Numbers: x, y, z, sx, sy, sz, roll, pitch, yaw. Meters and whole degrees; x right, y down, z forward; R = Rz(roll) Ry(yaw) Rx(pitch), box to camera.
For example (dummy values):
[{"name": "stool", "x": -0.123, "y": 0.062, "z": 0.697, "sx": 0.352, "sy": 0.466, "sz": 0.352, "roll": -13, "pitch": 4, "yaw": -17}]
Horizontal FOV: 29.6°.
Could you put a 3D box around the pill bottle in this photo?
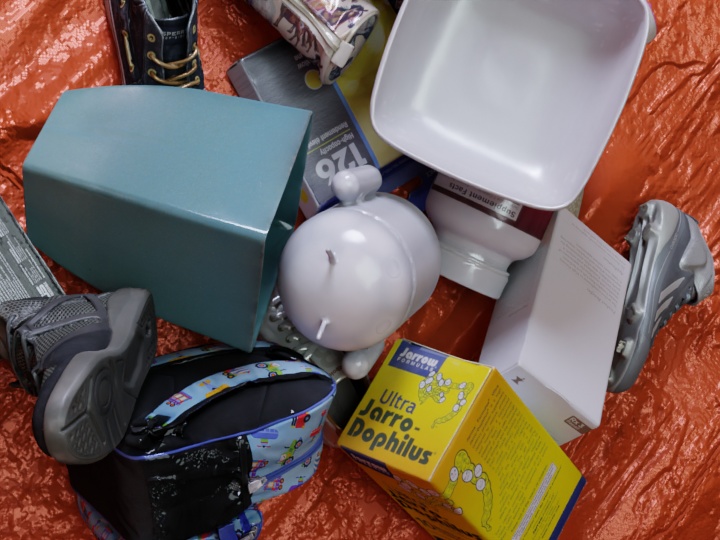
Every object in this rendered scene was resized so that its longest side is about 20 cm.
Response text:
[{"name": "pill bottle", "x": 0.127, "y": -0.083, "z": 1.230, "sx": 0.112, "sy": 0.113, "sz": 0.202, "roll": 22, "pitch": 94, "yaw": -21}]

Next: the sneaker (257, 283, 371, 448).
[{"name": "sneaker", "x": -0.038, "y": 0.060, "z": 1.171, "sx": 0.072, "sy": 0.085, "sz": 0.201, "roll": -34, "pitch": 98, "yaw": -21}]

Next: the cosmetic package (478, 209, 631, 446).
[{"name": "cosmetic package", "x": 0.175, "y": 0.049, "z": 1.236, "sx": 0.101, "sy": 0.074, "sz": 0.201, "roll": 37, "pitch": 48, "yaw": -16}]

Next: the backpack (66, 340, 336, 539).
[{"name": "backpack", "x": -0.119, "y": 0.135, "z": 1.077, "sx": 0.198, "sy": 0.182, "sz": 0.136, "roll": -15, "pitch": 111, "yaw": -31}]

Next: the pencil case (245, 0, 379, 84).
[{"name": "pencil case", "x": -0.069, "y": -0.249, "z": 1.157, "sx": 0.200, "sy": 0.078, "sz": 0.089, "roll": 45, "pitch": 28, "yaw": 6}]

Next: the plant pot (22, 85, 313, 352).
[{"name": "plant pot", "x": -0.156, "y": -0.055, "z": 1.071, "sx": 0.197, "sy": 0.142, "sz": 0.142, "roll": 15, "pitch": 50, "yaw": 2}]

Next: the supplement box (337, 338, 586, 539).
[{"name": "supplement box", "x": 0.090, "y": 0.165, "z": 1.165, "sx": 0.110, "sy": 0.108, "sz": 0.200, "roll": -58, "pitch": 134, "yaw": -18}]

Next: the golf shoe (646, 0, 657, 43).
[{"name": "golf shoe", "x": 0.167, "y": -0.227, "z": 1.240, "sx": 0.092, "sy": 0.199, "sz": 0.076, "roll": -51, "pitch": 139, "yaw": -20}]

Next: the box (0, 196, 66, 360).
[{"name": "box", "x": -0.344, "y": -0.006, "z": 1.034, "sx": 0.163, "sy": 0.086, "sz": 0.201, "roll": -37, "pitch": 101, "yaw": -24}]

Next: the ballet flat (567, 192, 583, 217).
[{"name": "ballet flat", "x": 0.185, "y": -0.136, "z": 1.303, "sx": 0.067, "sy": 0.062, "sz": 0.203, "roll": -9, "pitch": 89, "yaw": -28}]

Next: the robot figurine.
[{"name": "robot figurine", "x": 0.000, "y": 0.000, "z": 1.125, "sx": 0.111, "sy": 0.200, "sz": 0.172, "roll": -3, "pitch": 100, "yaw": 18}]

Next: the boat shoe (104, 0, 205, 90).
[{"name": "boat shoe", "x": -0.161, "y": -0.170, "z": 1.131, "sx": 0.070, "sy": 0.091, "sz": 0.203, "roll": -19, "pitch": 93, "yaw": -25}]

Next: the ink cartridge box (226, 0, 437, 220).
[{"name": "ink cartridge box", "x": 0.009, "y": -0.139, "z": 1.234, "sx": 0.197, "sy": 0.047, "sz": 0.201, "roll": -33, "pitch": 96, "yaw": -25}]

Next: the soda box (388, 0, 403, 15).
[{"name": "soda box", "x": 0.096, "y": -0.304, "z": 1.248, "sx": 0.200, "sy": 0.070, "sz": 0.064, "roll": -42, "pitch": 104, "yaw": -39}]

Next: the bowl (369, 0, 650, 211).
[{"name": "bowl", "x": 0.122, "y": -0.167, "z": 1.135, "sx": 0.198, "sy": 0.075, "sz": 0.202, "roll": 23, "pitch": 94, "yaw": 4}]

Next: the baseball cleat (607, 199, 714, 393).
[{"name": "baseball cleat", "x": 0.296, "y": 0.033, "z": 1.335, "sx": 0.105, "sy": 0.070, "sz": 0.202, "roll": 22, "pitch": 77, "yaw": -21}]

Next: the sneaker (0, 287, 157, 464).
[{"name": "sneaker", "x": -0.216, "y": 0.074, "z": 0.958, "sx": 0.113, "sy": 0.200, "sz": 0.077, "roll": -3, "pitch": 116, "yaw": 6}]
